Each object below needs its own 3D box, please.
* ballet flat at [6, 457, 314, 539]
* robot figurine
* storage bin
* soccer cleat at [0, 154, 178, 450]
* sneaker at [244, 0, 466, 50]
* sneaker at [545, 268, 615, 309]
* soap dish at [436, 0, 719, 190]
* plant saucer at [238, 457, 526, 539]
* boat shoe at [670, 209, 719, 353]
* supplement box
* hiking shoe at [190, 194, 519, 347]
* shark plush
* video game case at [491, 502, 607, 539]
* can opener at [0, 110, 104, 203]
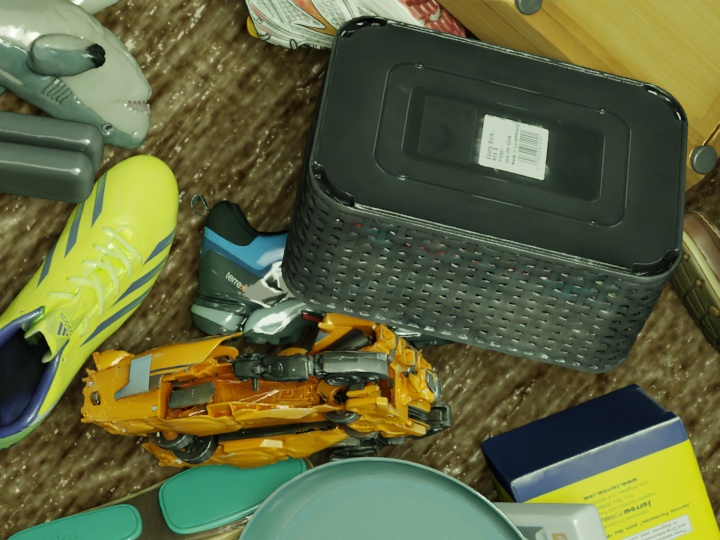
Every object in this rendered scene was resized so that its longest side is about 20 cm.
[{"bbox_3d":[-0.118,0.161,1.221,0.199,0.069,0.063,-16,127,-1],"label":"ballet flat"},{"bbox_3d":[-0.048,0.069,1.150,0.199,0.145,0.059,-10,66,21],"label":"robot figurine"},{"bbox_3d":[0.067,-0.041,1.103,0.198,0.094,0.136,13,52,-4],"label":"storage bin"},{"bbox_3d":[-0.166,0.020,1.171,0.065,0.084,0.201,37,82,-6],"label":"soccer cleat"},{"bbox_3d":[-0.019,-0.157,1.162,0.200,0.078,0.082,37,114,-6],"label":"sneaker"},{"bbox_3d":[0.103,-0.034,1.195,0.199,0.089,0.077,34,93,-8],"label":"sneaker"},{"bbox_3d":[0.163,-0.156,1.169,0.200,0.081,0.158,38,87,-22],"label":"soap dish"},{"bbox_3d":[0.020,0.198,1.151,0.199,0.027,0.202,4,105,17],"label":"plant saucer"},{"bbox_3d":[0.253,0.036,1.233,0.067,0.072,0.200,-41,106,-5],"label":"boat shoe"},{"bbox_3d":[0.160,0.186,1.220,0.109,0.109,0.201,-20,99,-3],"label":"supplement box"},{"bbox_3d":[0.000,0.000,1.197,0.198,0.074,0.087,1,92,-9],"label":"hiking shoe"},{"bbox_3d":[-0.217,-0.118,1.166,0.198,0.091,0.084,3,129,-12],"label":"shark plush"},{"bbox_3d":[0.090,0.221,1.184,0.023,0.199,0.183,-25,101,-36],"label":"video game case"},{"bbox_3d":[-0.247,-0.066,1.171,0.198,0.053,0.067,4,135,4],"label":"can opener"}]
